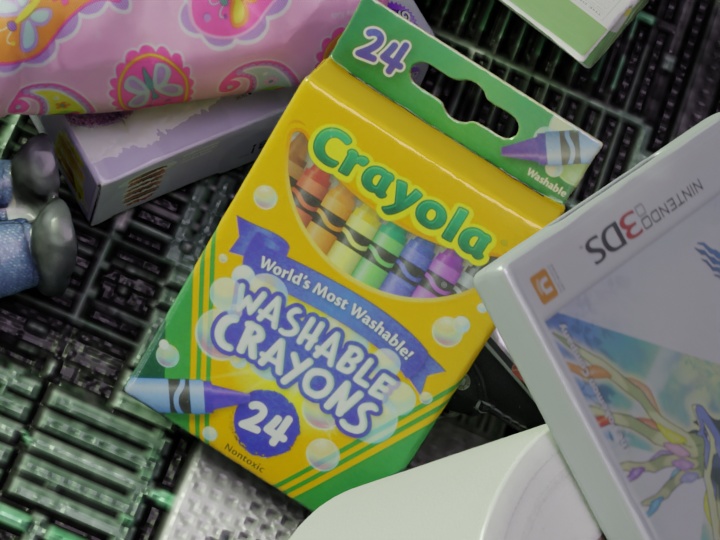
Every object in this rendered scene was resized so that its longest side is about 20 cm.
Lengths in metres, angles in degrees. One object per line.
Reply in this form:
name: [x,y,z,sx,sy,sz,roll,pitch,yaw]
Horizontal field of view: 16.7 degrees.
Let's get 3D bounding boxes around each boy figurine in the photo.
boy figurine: [-0.230,-0.017,1.076,0.198,0.064,0.125,-6,71,-21]

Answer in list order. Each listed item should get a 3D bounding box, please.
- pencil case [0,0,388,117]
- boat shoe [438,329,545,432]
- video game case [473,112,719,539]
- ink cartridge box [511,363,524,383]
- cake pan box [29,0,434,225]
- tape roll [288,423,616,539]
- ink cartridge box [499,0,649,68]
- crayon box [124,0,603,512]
pencil case: [-0.086,-0.119,1.096,0.199,0.088,0.088,-11,69,-19]
boat shoe: [0.042,0.035,1.124,0.200,0.072,0.068,44,96,-8]
video game case: [0.146,0.054,0.987,0.182,0.022,0.201,-32,96,-46]
ink cartridge box: [0.181,0.062,1.086,0.200,0.067,0.117,41,73,-11]
cake pan box: [-0.084,-0.140,1.176,0.199,0.052,0.185,-23,76,-23]
tape roll: [0.072,0.169,0.986,0.202,0.139,0.204,17,63,-38]
ink cartridge box: [0.065,-0.155,1.169,0.145,0.048,0.200,37,31,3]
crayon box: [0.000,0.000,1.062,0.125,0.201,0.052,32,18,2]
